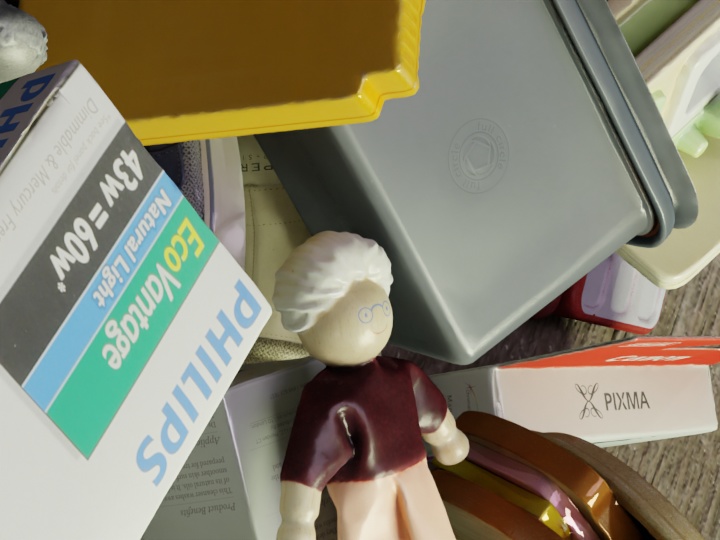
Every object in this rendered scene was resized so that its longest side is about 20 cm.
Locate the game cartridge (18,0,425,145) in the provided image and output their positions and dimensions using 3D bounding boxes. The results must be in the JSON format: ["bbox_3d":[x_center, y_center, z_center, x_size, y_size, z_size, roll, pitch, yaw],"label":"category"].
[{"bbox_3d":[-0.055,-0.149,0.885,0.032,0.175,0.202,43,47,-61],"label":"game cartridge"}]

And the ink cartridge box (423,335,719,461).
[{"bbox_3d":[0.128,0.067,1.109,0.199,0.173,0.044,2,80,-48],"label":"ink cartridge box"}]

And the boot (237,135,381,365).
[{"bbox_3d":[0.000,0.000,1.058,0.199,0.072,0.157,8,82,-59],"label":"boot"}]

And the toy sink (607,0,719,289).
[{"bbox_3d":[0.126,-0.114,1.040,0.130,0.112,0.200,-40,72,-22],"label":"toy sink"}]

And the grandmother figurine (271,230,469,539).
[{"bbox_3d":[0.009,0.081,0.893,0.121,0.060,0.202,-26,103,-60],"label":"grandmother figurine"}]

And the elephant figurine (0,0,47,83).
[{"bbox_3d":[-0.175,-0.178,0.853,0.155,0.140,0.202,30,65,-58],"label":"elephant figurine"}]

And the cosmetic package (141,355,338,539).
[{"bbox_3d":[-0.050,0.146,0.936,0.081,0.112,0.202,-18,96,-49],"label":"cosmetic package"}]

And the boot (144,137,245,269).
[{"bbox_3d":[-0.102,-0.056,0.949,0.090,0.073,0.202,-2,81,-15],"label":"boot"}]

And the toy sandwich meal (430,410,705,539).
[{"bbox_3d":[0.109,0.155,0.991,0.070,0.205,0.206,-38,112,-18],"label":"toy sandwich meal"}]

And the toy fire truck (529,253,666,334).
[{"bbox_3d":[0.133,-0.051,1.192,0.199,0.111,0.169,11,91,-58],"label":"toy fire truck"}]

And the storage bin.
[{"bbox_3d":[0.030,-0.065,0.949,0.134,0.145,0.201,-40,118,-22],"label":"storage bin"}]

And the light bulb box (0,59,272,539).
[{"bbox_3d":[-0.171,0.051,0.748,0.125,0.199,0.199,53,47,-27],"label":"light bulb box"}]
